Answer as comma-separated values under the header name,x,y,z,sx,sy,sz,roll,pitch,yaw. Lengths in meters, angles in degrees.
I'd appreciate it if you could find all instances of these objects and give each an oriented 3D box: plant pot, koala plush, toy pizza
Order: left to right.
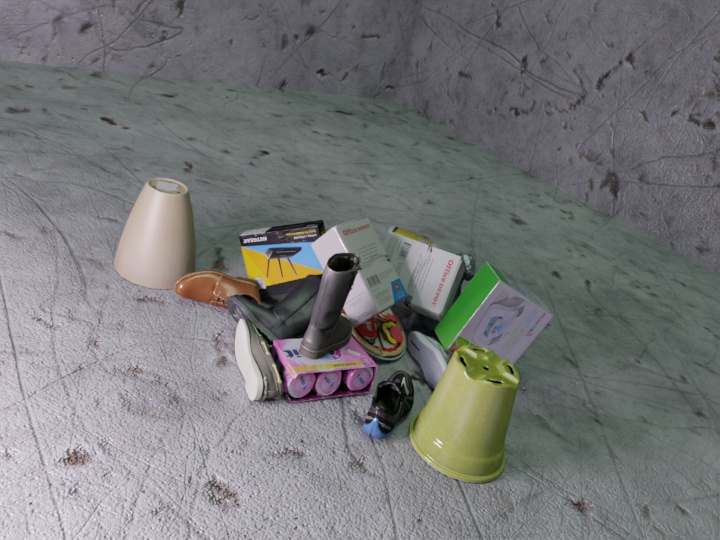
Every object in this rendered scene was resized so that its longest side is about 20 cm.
name,x,y,z,sx,sy,sz,roll,pitch,yaw
plant pot,-0.447,-0.095,1.617,0.182,0.205,0.188,13,24,-6
toy pizza,0.031,0.111,1.622,0.197,0.032,0.203,30,34,-22
koala plush,0.188,0.075,1.786,0.172,0.187,0.203,9,45,-3
plant pot,0.206,0.252,1.347,0.195,0.189,0.202,14,24,-6

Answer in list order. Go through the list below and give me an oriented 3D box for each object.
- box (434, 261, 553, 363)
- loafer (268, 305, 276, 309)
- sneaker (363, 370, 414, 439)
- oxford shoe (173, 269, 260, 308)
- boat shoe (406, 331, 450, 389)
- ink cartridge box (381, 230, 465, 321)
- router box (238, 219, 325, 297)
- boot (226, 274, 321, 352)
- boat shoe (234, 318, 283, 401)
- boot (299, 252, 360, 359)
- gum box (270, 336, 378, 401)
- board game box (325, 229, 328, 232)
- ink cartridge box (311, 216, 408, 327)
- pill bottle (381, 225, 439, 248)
name,x,y,z,sx,sy,sz,roll,pitch,yaw
box,0.297,0.117,1.622,0.174,0.202,0.097,31,17,-23
loafer,-0.126,0.084,1.617,0.197,0.072,0.068,-4,31,-39
sneaker,0.064,0.246,1.389,0.069,0.085,0.199,23,24,13
oxford shoe,-0.307,0.048,1.575,0.195,0.073,0.072,6,31,-27
boat shoe,0.167,0.192,1.584,0.065,0.075,0.201,6,26,-23
ink cartridge box,0.131,0.015,1.696,0.196,0.148,0.084,20,-10,22
router box,-0.164,-0.025,1.633,0.194,0.153,0.051,-6,17,19
boot,-0.162,0.066,1.532,0.165,0.066,0.200,43,56,8
boat shoe,-0.198,0.170,1.389,0.059,0.073,0.203,5,33,-26
boot,-0.044,0.056,1.401,0.071,0.205,0.181,20,23,15
gum box,-0.079,0.191,1.426,0.195,0.068,0.113,0,28,-34
board game box,-0.080,-0.062,1.868,0.100,0.020,0.200,15,-16,0
ink cartridge box,0.000,0.000,1.566,0.145,0.083,0.204,-20,81,-57
pill bottle,0.156,-0.037,2.017,0.196,0.114,0.111,24,25,13
